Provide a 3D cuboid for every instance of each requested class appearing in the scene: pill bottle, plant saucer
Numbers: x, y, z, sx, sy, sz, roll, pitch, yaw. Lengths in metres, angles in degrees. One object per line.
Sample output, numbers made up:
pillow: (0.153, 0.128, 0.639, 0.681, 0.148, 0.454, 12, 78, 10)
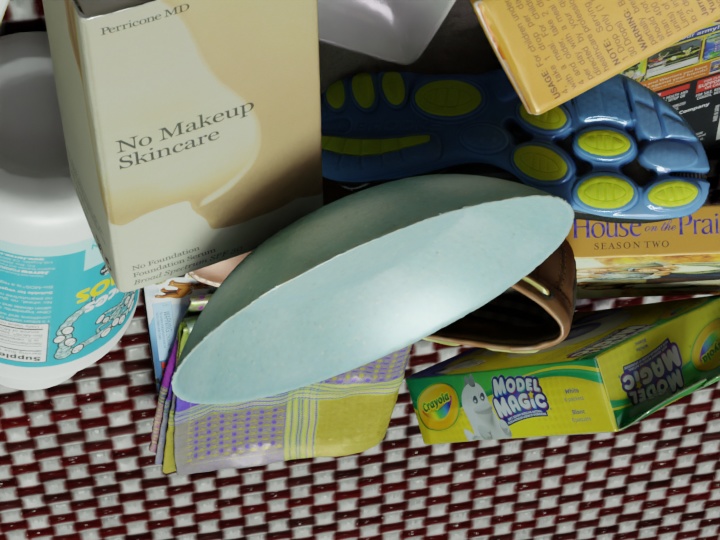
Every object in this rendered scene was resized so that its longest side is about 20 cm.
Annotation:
pill bottle: (-0.160, -0.019, 1.311, 0.110, 0.111, 0.200, -5, 150, -12)
plant saucer: (0.000, 0.000, 1.216, 0.200, 0.039, 0.201, -22, 165, -6)

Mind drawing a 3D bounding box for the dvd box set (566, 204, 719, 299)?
dvd box set: (0.135, -0.008, 1.432, 0.199, 0.030, 0.146, -2, 171, 5)

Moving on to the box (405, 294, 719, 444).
box: (0.129, 0.055, 1.485, 0.117, 0.049, 0.200, -22, -171, -36)

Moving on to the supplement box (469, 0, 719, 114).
supplement box: (0.144, -0.150, 1.183, 0.200, 0.067, 0.069, -30, 114, 6)

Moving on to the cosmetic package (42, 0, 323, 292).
cosmetic package: (-0.074, -0.084, 1.121, 0.105, 0.071, 0.200, -20, 150, -11)

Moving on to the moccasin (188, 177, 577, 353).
moccasin: (0.007, 0.004, 1.332, 0.201, 0.078, 0.074, 15, 122, -2)

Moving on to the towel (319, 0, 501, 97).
towel: (0.000, -0.129, 1.258, 0.132, 0.035, 0.200, -14, 151, 6)

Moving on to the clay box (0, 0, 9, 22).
clay box: (-0.177, -0.172, 1.069, 0.115, 0.048, 0.200, 19, 139, -14)

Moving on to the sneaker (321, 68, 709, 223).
sneaker: (0.073, -0.057, 1.275, 0.199, 0.071, 0.083, 5, 167, 23)

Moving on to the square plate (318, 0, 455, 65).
square plate: (-0.025, -0.185, 1.114, 0.197, 0.029, 0.200, 15, 135, -20)

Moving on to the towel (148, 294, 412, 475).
towel: (-0.041, 0.063, 1.502, 0.143, 0.023, 0.200, -4, 153, -12)

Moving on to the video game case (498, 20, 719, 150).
video game case: (0.163, -0.113, 1.320, 0.199, 0.026, 0.181, -17, 151, -9)

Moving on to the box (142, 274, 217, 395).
box: (-0.052, -0.004, 1.446, 0.136, 0.038, 0.200, -9, 150, -5)
